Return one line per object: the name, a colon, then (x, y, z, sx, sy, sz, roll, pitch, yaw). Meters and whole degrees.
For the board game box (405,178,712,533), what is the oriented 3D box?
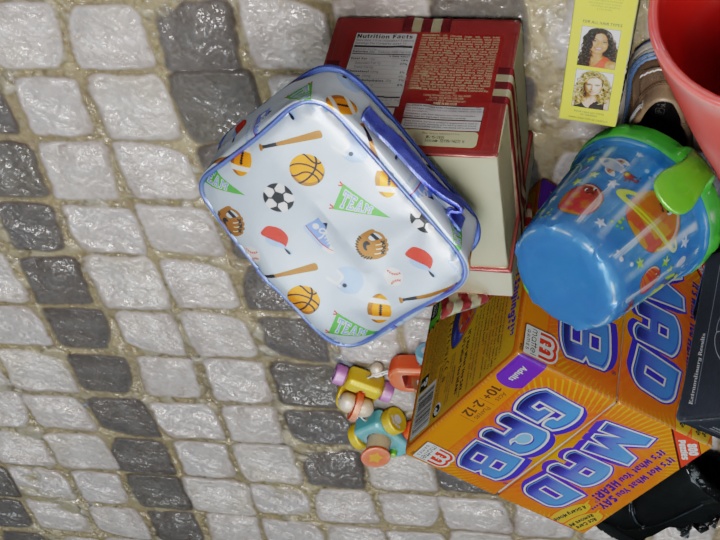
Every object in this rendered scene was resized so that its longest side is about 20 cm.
board game box: (0.186, 0.083, 1.319, 0.199, 0.201, 0.200, 25, 140, -14)

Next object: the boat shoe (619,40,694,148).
boat shoe: (0.242, -0.094, 1.194, 0.072, 0.073, 0.201, 2, 139, 15)

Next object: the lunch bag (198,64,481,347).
lunch bag: (-0.009, -0.044, 1.065, 0.160, 0.076, 0.200, -33, 109, 31)

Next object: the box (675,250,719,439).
box: (0.359, 0.057, 1.105, 0.107, 0.150, 0.200, 24, 161, -26)

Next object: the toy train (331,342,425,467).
toy train: (0.043, 0.159, 1.566, 0.149, 0.056, 0.201, 4, 139, 13)

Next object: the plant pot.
plant pot: (0.317, -0.142, 1.038, 0.199, 0.202, 0.178, -3, 148, 20)

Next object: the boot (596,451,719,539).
boot: (0.309, 0.236, 1.567, 0.198, 0.074, 0.162, 31, 141, -30)

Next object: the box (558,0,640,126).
box: (0.186, -0.207, 1.078, 0.050, 0.076, 0.201, 9, 142, 9)

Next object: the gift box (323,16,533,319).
gift box: (0.044, -0.076, 1.180, 0.183, 0.201, 0.187, 7, 142, 16)

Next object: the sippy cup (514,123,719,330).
sippy cup: (0.194, -0.025, 1.129, 0.139, 0.130, 0.179, 28, 140, 30)

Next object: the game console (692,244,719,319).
game console: (0.390, -0.021, 1.194, 0.170, 0.119, 0.201, 25, 145, 20)
